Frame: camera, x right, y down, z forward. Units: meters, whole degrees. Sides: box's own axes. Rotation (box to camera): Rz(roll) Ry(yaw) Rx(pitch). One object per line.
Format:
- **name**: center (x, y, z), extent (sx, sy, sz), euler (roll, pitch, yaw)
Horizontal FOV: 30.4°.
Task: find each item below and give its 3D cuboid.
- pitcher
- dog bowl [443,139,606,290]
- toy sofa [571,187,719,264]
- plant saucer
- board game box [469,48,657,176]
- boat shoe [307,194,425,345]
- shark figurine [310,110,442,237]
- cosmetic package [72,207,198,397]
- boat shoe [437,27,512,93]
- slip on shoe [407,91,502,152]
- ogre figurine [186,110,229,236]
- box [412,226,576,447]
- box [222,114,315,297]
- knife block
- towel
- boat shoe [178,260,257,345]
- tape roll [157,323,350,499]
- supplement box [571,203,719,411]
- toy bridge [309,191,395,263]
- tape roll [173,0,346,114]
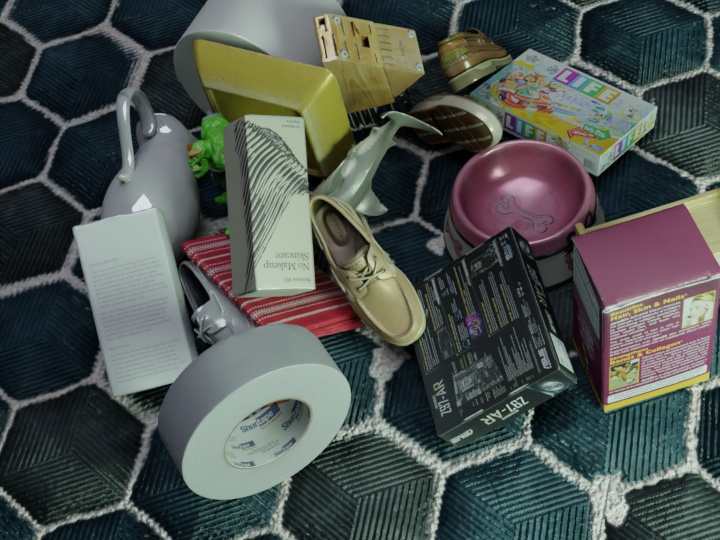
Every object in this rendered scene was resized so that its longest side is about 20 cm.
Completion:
- **pitcher**: center (-0.267, -0.112, 1.647), extent (0.121, 0.172, 0.201), euler (-12, 49, 24)
- **dog bowl**: center (0.196, -0.074, 1.596), extent (0.199, 0.074, 0.201), euler (-5, 53, 6)
- **toy sofa**: center (0.348, -0.023, 1.514), extent (0.199, 0.098, 0.083), euler (-17, 53, -2)
- **plant saucer**: center (-0.111, -0.190, 1.660), extent (0.199, 0.200, 0.049), euler (17, 63, 21)
- **board game box**: center (0.257, -0.205, 1.689), extent (0.199, 0.034, 0.134), euler (30, 50, 28)
- **boat shoe**: center (0.000, 0.000, 1.507), extent (0.071, 0.065, 0.200), euler (-38, 74, 6)
- **shark figurine**: center (0.011, -0.113, 1.613), extent (0.089, 0.128, 0.215), euler (41, 105, -7)
- **cosmetic package**: center (-0.257, 0.037, 1.534), extent (0.101, 0.071, 0.201), euler (-13, 88, 0)
- **boat shoe**: center (0.145, -0.279, 1.695), extent (0.072, 0.200, 0.068), euler (-28, 95, 16)
- **slip on shoe**: center (0.128, -0.193, 1.651), extent (0.060, 0.076, 0.200), euler (-38, 16, -15)
- **ogre figurine**: center (-0.155, -0.124, 1.626), extent (0.098, 0.120, 0.200), euler (-13, 29, 6)
- **box**: center (0.138, 0.073, 1.471), extent (0.160, 0.043, 0.201), euler (-33, 49, 22)
- **box**: center (-0.105, -0.072, 1.508), extent (0.082, 0.068, 0.201), euler (-2, 84, -30)
- **knife block**: center (-0.011, -0.241, 1.668), extent (0.199, 0.175, 0.064), euler (3, 66, -37)
- **towel**: center (-0.104, 0.016, 1.574), extent (0.144, 0.023, 0.200), euler (-13, 44, -42)
- **boat shoe**: center (-0.165, 0.057, 1.550), extent (0.068, 0.072, 0.201), euler (2, 47, -28)
- **tape roll**: center (-0.112, 0.151, 1.403), extent (0.200, 0.201, 0.066), euler (-30, 54, -12)
- **supplement box**: center (0.300, 0.044, 1.410), extent (0.130, 0.200, 0.104), euler (-16, 53, -3)
- **toy bridge**: center (-0.031, -0.056, 1.652), extent (0.200, 0.027, 0.067), euler (34, 64, 29)
- **tape roll**: center (-0.125, -0.284, 1.730), extent (0.202, 0.203, 0.140), euler (17, 58, 21)
